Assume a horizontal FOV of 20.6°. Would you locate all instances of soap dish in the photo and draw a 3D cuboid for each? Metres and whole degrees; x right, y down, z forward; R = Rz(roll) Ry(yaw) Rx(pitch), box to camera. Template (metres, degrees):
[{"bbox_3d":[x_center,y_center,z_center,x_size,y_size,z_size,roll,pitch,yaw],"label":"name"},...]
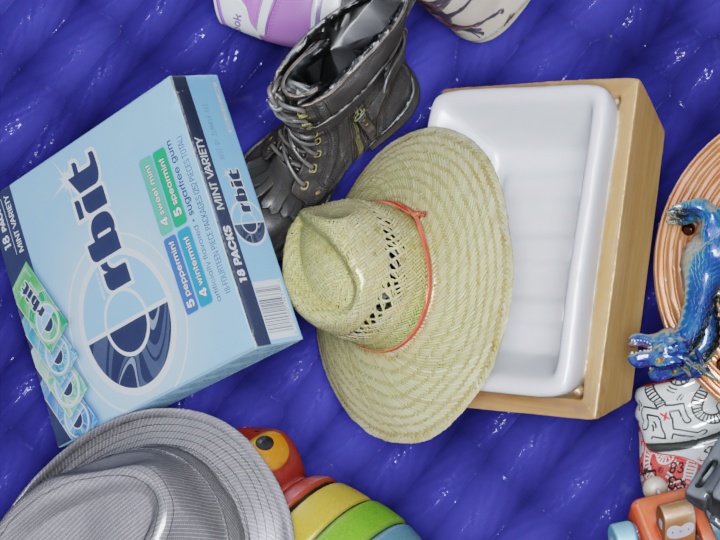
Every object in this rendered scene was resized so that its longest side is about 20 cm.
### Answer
[{"bbox_3d":[0.105,-0.012,1.210,0.156,0.081,0.202,2,81,44],"label":"soap dish"}]

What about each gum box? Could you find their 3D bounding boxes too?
[{"bbox_3d":[-0.139,-0.002,1.227,0.199,0.044,0.171,-27,77,40],"label":"gum box"}]

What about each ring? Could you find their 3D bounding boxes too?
[{"bbox_3d":[0.273,-0.001,1.174,0.198,0.019,0.203,-1,81,5],"label":"ring"}]

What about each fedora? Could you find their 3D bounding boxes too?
[{"bbox_3d":[-0.146,0.168,1.152,0.199,0.090,0.178,-33,67,10],"label":"fedora"}]

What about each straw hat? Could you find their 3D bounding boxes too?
[{"bbox_3d":[0.000,0.000,1.188,0.085,0.200,0.203,13,81,-36],"label":"straw hat"}]

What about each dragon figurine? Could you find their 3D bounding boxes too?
[{"bbox_3d":[0.238,-0.004,1.139,0.198,0.059,0.100,-22,80,3],"label":"dragon figurine"}]

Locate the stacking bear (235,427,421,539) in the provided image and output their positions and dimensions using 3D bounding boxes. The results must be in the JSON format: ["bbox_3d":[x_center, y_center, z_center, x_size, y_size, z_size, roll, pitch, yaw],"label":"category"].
[{"bbox_3d":[-0.025,0.173,1.214,0.200,0.114,0.121,41,51,20],"label":"stacking bear"}]

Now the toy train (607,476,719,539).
[{"bbox_3d":[0.247,0.160,1.109,0.198,0.056,0.151,-8,53,-6],"label":"toy train"}]

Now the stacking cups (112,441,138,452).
[{"bbox_3d":[-0.147,0.207,1.217,0.060,0.061,0.202,2,82,7],"label":"stacking cups"}]

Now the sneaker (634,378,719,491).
[{"bbox_3d":[0.267,0.094,1.212,0.199,0.067,0.109,-11,83,7],"label":"sneaker"}]

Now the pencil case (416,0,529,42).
[{"bbox_3d":[0.029,-0.227,1.228,0.090,0.199,0.078,-50,35,10],"label":"pencil case"}]

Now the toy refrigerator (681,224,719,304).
[{"bbox_3d":[0.288,0.006,1.219,0.198,0.076,0.071,12,83,7],"label":"toy refrigerator"}]

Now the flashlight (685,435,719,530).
[{"bbox_3d":[0.265,0.065,1.099,0.068,0.068,0.201,43,70,-20],"label":"flashlight"}]

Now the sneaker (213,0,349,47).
[{"bbox_3d":[-0.046,-0.250,1.296,0.113,0.073,0.202,13,83,11],"label":"sneaker"}]

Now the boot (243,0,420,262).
[{"bbox_3d":[-0.037,-0.090,1.217,0.069,0.174,0.200,42,87,10],"label":"boot"}]
